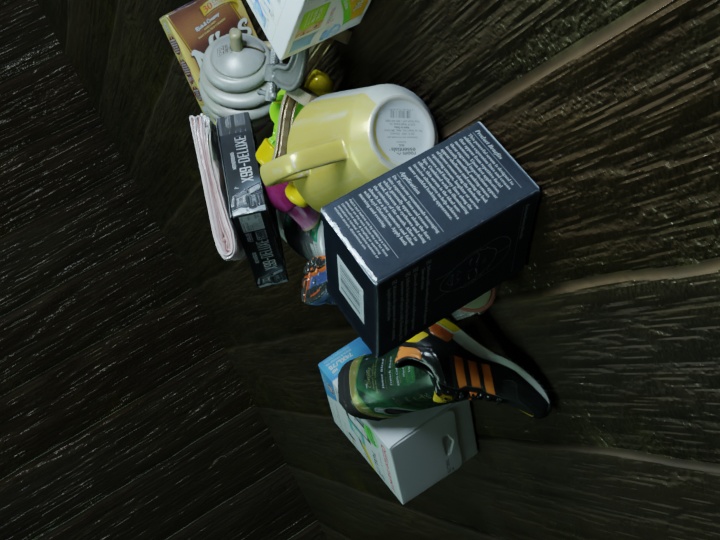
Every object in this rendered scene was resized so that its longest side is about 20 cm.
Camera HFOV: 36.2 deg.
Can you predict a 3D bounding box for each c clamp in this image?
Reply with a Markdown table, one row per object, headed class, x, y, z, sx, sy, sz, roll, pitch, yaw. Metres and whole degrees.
| class | x | y | z | sx | sy | sz | roll | pitch | yaw |
| --- | --- | --- | --- | --- | --- | --- | --- | --- | --- |
| c clamp | -0.094 | -0.300 | 1.339 | 0.171 | 0.027 | 0.203 | -139 | 55 | -61 |

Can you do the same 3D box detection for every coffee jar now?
| class | x | y | z | sx | sy | sz | roll | pitch | yaw |
| --- | --- | --- | --- | --- | --- | --- | --- | --- | --- |
| coffee jar | 0.062 | 0.144 | 1.472 | 0.199 | 0.103 | 0.087 | -22 | 64 | 44 |

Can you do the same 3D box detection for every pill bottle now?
| class | x | y | z | sx | sy | sz | roll | pitch | yaw |
| --- | --- | --- | --- | --- | --- | --- | --- | --- | --- |
| pill bottle | -0.044 | -0.062 | 1.564 | 0.199 | 0.112 | 0.114 | 23 | 140 | 63 |

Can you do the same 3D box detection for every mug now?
| class | x | y | z | sx | sy | sz | roll | pitch | yaw |
| --- | --- | --- | --- | --- | --- | --- | --- | --- | --- |
| mug | 0.002 | -0.127 | 1.234 | 0.149 | 0.187 | 0.153 | 45 | 159 | -17 |

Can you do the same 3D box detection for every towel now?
| class | x | y | z | sx | sy | sz | roll | pitch | yaw |
| --- | --- | --- | --- | --- | --- | --- | --- | --- | --- |
| towel | -0.191 | -0.109 | 1.513 | 0.200 | 0.032 | 0.194 | -152 | 50 | -89 |

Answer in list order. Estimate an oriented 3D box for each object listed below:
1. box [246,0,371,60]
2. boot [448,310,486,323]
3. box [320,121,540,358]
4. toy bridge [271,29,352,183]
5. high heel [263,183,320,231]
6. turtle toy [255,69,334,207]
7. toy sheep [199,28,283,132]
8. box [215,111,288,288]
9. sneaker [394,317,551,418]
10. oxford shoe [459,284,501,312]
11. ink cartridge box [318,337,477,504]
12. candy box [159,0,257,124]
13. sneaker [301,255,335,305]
| class | x | y | z | sx | sy | sz | roll | pitch | yaw |
| --- | --- | --- | --- | --- | --- | --- | --- | --- | --- |
| box | -0.046 | -0.321 | 1.147 | 0.102 | 0.111 | 0.200 | 60 | 163 | 5 |
| boot | 0.075 | -0.009 | 1.378 | 0.176 | 0.069 | 0.200 | 62 | 164 | -8 |
| box | 0.069 | -0.031 | 1.127 | 0.108 | 0.198 | 0.149 | 52 | 161 | 27 |
| toy bridge | -0.067 | -0.211 | 1.337 | 0.067 | 0.027 | 0.203 | 39 | 111 | 52 |
| high heel | -0.091 | -0.147 | 1.501 | 0.096 | 0.067 | 0.202 | 47 | -146 | -32 |
| turtle toy | -0.057 | -0.175 | 1.413 | 0.100 | 0.146 | 0.200 | 16 | -152 | -52 |
| toy sheep | -0.160 | -0.263 | 1.527 | 0.138 | 0.137 | 0.201 | 51 | 159 | 29 |
| box | -0.147 | -0.093 | 1.514 | 0.201 | 0.049 | 0.160 | 79 | 178 | -62 |
| sneaker | 0.132 | 0.136 | 1.329 | 0.199 | 0.090 | 0.070 | 34 | 164 | 17 |
| oxford shoe | 0.069 | -0.013 | 1.261 | 0.198 | 0.074 | 0.072 | 28 | 112 | 12 |
| ink cartridge box | 0.057 | 0.207 | 1.646 | 0.200 | 0.145 | 0.148 | 44 | 157 | 42 |
| candy box | -0.200 | -0.304 | 1.626 | 0.202 | 0.116 | 0.056 | 65 | 163 | -15 |
| sneaker | 0.000 | 0.000 | 1.403 | 0.199 | 0.077 | 0.077 | -16 | 71 | 57 |
